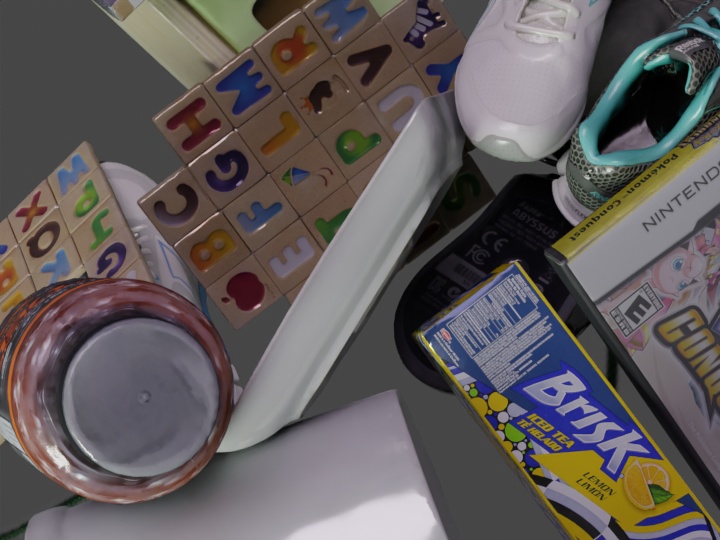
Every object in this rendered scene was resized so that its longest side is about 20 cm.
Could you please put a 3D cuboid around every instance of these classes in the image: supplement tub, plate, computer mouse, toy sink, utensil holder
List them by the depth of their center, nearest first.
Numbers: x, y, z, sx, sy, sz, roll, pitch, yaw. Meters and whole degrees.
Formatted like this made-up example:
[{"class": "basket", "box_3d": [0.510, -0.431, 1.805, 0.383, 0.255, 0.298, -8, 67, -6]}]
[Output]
[{"class": "supplement tub", "box_3d": [-0.121, 0.055, 1.020, 0.107, 0.200, 0.107, 0, 89, -16]}, {"class": "utensil holder", "box_3d": [-0.046, 0.166, 1.070, 0.200, 0.170, 0.170, -22, 65, 2]}, {"class": "plate", "box_3d": [0.000, 0.000, 1.093, 0.032, 0.200, 0.200, 32, 99, 3]}, {"class": "computer mouse", "box_3d": [0.102, 0.004, 1.169, 0.138, 0.053, 0.200, 38, 69, 26]}, {"class": "toy sink", "box_3d": [-0.071, -0.177, 1.191, 0.200, 0.112, 0.130, 44, 80, -19]}]

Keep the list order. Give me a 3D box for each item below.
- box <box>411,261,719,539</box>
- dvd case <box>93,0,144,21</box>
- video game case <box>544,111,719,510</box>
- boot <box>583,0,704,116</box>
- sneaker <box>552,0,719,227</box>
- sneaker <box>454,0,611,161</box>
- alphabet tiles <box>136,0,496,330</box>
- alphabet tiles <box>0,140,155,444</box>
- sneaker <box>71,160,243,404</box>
[{"class": "box", "box_3d": [0.111, 0.093, 1.075, 0.064, 0.070, 0.200, -36, 90, -3]}, {"class": "dvd case", "box_3d": [-0.099, -0.236, 1.147, 0.200, 0.016, 0.149, -45, 48, -6]}, {"class": "video game case", "box_3d": [0.216, 0.011, 1.071, 0.181, 0.200, 0.026, -38, 24, -4]}, {"class": "boot", "box_3d": [0.192, -0.081, 1.151, 0.182, 0.073, 0.200, -35, 64, -20]}, {"class": "sneaker", "box_3d": [0.178, -0.100, 1.072, 0.078, 0.091, 0.200, 41, 85, 17]}, {"class": "sneaker", "box_3d": [0.098, -0.145, 1.106, 0.070, 0.080, 0.201, 16, 57, 8]}, {"class": "alphabet tiles", "box_3d": [-0.017, -0.062, 1.171, 0.200, 0.167, 0.006, -37, 30, -3]}, {"class": "alphabet tiles", "box_3d": [-0.206, 0.034, 1.203, 0.200, 0.008, 0.167, -43, 38, 8]}, {"class": "sneaker", "box_3d": [-0.122, 0.013, 1.197, 0.075, 0.087, 0.200, -27, 63, 3]}]
